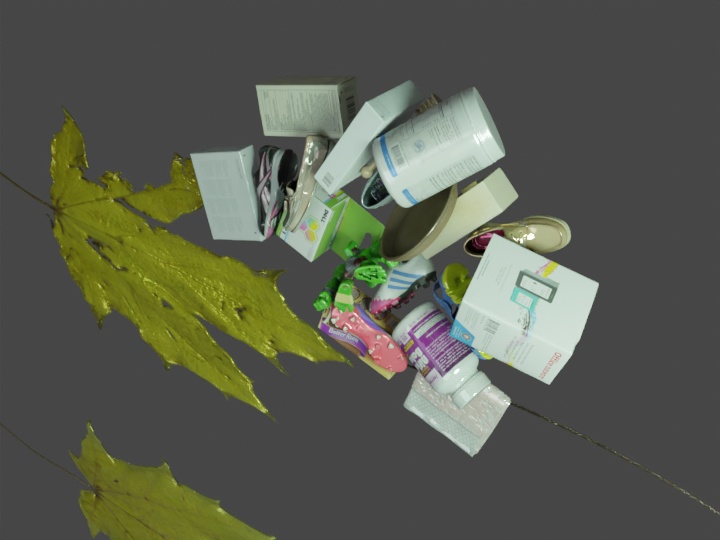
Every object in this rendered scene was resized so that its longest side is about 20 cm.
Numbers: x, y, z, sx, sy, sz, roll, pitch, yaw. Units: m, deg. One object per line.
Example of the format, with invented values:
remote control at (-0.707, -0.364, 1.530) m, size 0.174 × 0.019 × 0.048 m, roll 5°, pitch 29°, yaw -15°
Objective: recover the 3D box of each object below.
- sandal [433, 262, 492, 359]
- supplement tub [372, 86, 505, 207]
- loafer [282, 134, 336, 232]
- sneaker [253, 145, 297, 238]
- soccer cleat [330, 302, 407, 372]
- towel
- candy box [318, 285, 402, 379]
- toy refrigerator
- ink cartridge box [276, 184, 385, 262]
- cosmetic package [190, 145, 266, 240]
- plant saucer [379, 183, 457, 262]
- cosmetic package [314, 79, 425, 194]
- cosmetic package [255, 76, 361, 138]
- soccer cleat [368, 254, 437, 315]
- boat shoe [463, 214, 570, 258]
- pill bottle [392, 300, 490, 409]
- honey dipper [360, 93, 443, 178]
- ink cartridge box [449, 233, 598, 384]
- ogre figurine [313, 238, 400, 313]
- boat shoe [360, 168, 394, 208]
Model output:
sandal at (0.203, 0.079, 1.594) m, size 0.087 × 0.079 × 0.203 m, roll -15°, pitch 105°, yaw 61°
supplement tub at (0.130, -0.206, 1.402) m, size 0.197 × 0.132 × 0.134 m, roll -25°, pitch 99°, yaw 18°
loafer at (-0.114, -0.169, 1.589) m, size 0.062 × 0.072 × 0.202 m, roll 18°, pitch 116°, yaw -22°
sneaker at (-0.187, -0.172, 1.752) m, size 0.085 × 0.080 × 0.204 m, roll 28°, pitch 118°, yaw 30°
soccer cleat at (0.022, 0.126, 1.690) m, size 0.199 × 0.077 × 0.067 m, roll 39°, pitch 117°, yaw -8°
towel at (0.195, 0.272, 1.726) m, size 0.198 × 0.032 × 0.193 m, roll 35°, pitch 130°, yaw 16°
candy box at (0.012, 0.124, 1.767) m, size 0.198 × 0.056 × 0.118 m, roll 35°, pitch 130°, yaw 15°
toy refrigerator at (0.182, -0.103, 1.500) m, size 0.199 × 0.076 × 0.071 m, roll -33°, pitch 93°, yaw 44°
ink cartridge box at (-0.061, -0.083, 1.694) m, size 0.199 × 0.075 × 0.149 m, roll 39°, pitch 131°, yaw 15°
cosmetic package at (-0.281, -0.169, 1.820) m, size 0.148 × 0.051 × 0.204 m, roll 5°, pitch 117°, yaw 37°
plant saucer at (0.108, -0.096, 1.493) m, size 0.029 × 0.203 × 0.199 m, roll 34°, pitch 137°, yaw -21°
cosmetic package at (0.016, -0.240, 1.499) m, size 0.052 × 0.150 × 0.200 m, roll 47°, pitch 132°, yaw 7°
cosmetic package at (-0.099, -0.315, 1.597) m, size 0.197 × 0.073 × 0.106 m, roll 10°, pitch 119°, yaw 33°
soccer cleat at (0.077, 0.019, 1.663) m, size 0.199 × 0.069 × 0.088 m, roll -38°, pitch 71°, yaw 43°
boat shoe at (0.272, -0.049, 1.465) m, size 0.197 × 0.069 × 0.075 m, roll -6°, pitch 111°, yaw 39°
pill bottle at (0.161, 0.168, 1.624) m, size 0.201 × 0.111 × 0.113 m, roll 50°, pitch 134°, yaw 15°
honey dipper at (0.073, -0.235, 1.493) m, size 0.200 × 0.038 × 0.038 m, roll -43°, pitch 86°, yaw 23°
ink cartridge box at (0.277, 0.068, 1.423) m, size 0.197 × 0.148 × 0.148 m, roll 26°, pitch 154°, yaw 9°
ogre figurine at (0.000, 0.000, 1.632) m, size 0.097 × 0.121 × 0.201 m, roll 32°, pitch 119°, yaw -9°
boat shoe at (0.068, -0.179, 1.546) m, size 0.070 × 0.071 × 0.201 m, roll 48°, pitch 133°, yaw 4°
